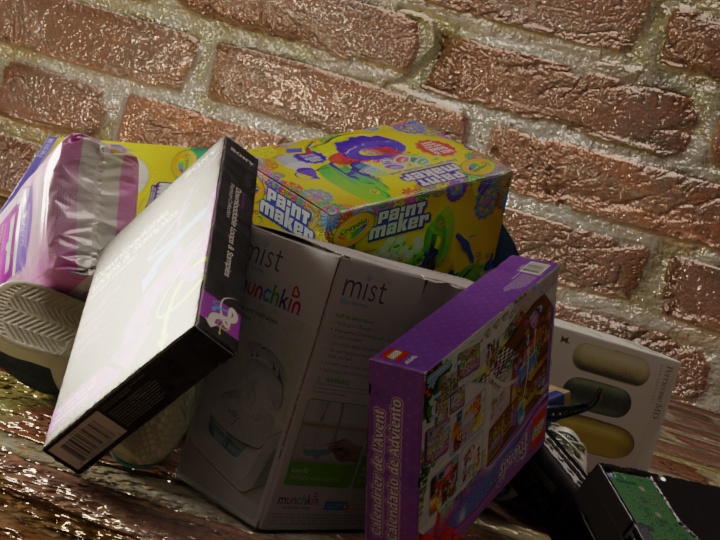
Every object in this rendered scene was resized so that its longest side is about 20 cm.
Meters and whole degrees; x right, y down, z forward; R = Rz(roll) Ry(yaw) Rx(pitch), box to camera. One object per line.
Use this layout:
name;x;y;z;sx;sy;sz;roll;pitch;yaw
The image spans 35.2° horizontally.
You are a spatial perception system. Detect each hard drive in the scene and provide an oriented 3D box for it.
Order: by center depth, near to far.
hard drive;0.244;0.197;0.724;0.199;0.038;0.140;16;29;-30

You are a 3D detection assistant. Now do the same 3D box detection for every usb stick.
usb stick;0.133;0.148;0.824;0.032;0.056;0.200;4;29;-31

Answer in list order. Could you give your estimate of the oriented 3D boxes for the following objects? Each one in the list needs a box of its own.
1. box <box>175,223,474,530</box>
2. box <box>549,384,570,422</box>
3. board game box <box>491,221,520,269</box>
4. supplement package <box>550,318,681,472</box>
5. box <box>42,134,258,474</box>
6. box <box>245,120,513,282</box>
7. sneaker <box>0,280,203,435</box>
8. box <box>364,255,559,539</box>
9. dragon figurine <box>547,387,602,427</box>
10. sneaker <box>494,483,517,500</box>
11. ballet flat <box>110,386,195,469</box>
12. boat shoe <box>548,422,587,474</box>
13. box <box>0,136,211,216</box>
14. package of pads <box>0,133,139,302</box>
box;-0.001;0.078;0.774;0.096;0.178;0.199;18;4;43
box;0.097;0.136;1.095;0.121;0.033;0.199;18;24;41
board game box;0.081;0.004;1.019;0.039;0.159;0.199;-20;11;-42
supplement package;0.234;0.138;1.319;0.199;0.153;0.151;16;2;-8
box;-0.130;0.015;0.728;0.036;0.143;0.201;39;28;-25
box;0.000;0.000;0.918;0.199;0.194;0.122;-15;36;-41
sneaker;-0.201;0.074;0.879;0.199;0.075;0.084;30;-33;-16
box;0.068;0.085;0.719;0.039;0.138;0.200;12;23;28
dragon figurine;0.111;0.120;0.977;0.099;0.059;0.199;-18;16;-36
sneaker;0.043;0.150;0.932;0.199;0.080;0.095;14;18;32
ballet flat;-0.142;0.053;0.797;0.067;0.063;0.200;10;32;-5
boat shoe;0.166;0.167;1.005;0.073;0.067;0.200;32;1;0
box;-0.220;-0.067;1.062;0.198;0.118;0.049;6;-44;11
package of pads;-0.251;-0.015;0.930;0.075;0.121;0.200;17;-30;-31
